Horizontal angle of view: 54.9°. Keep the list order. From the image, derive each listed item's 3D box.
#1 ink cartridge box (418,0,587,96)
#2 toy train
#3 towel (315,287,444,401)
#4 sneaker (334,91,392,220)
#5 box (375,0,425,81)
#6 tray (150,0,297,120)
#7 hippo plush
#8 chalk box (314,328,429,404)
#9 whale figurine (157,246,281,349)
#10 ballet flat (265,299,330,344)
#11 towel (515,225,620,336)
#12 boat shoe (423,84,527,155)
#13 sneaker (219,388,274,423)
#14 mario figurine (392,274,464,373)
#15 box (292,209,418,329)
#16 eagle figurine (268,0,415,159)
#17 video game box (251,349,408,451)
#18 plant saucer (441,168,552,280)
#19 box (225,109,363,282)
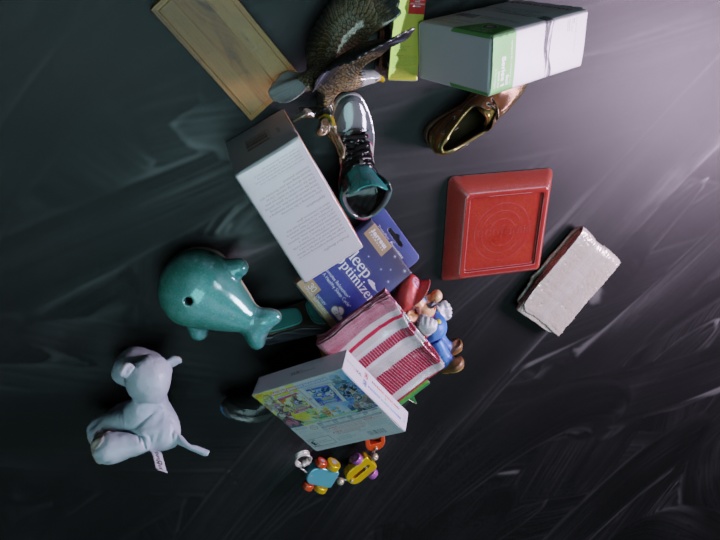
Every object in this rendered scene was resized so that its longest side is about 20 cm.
[{"bbox_3d":[0.204,-0.324,0.991,0.199,0.146,0.085,-23,126,-30],"label":"ink cartridge box"},{"bbox_3d":[-0.034,0.355,1.362,0.198,0.056,0.151,-17,119,-12],"label":"toy train"},{"bbox_3d":[0.038,0.139,1.146,0.144,0.023,0.200,-37,120,4],"label":"towel"},{"bbox_3d":[-0.003,-0.163,1.061,0.083,0.121,0.201,-12,119,-10],"label":"sneaker"},{"bbox_3d":[0.061,-0.381,0.996,0.050,0.075,0.202,-2,116,-16],"label":"box"},{"bbox_3d":[-0.186,-0.320,0.975,0.098,0.037,0.200,-40,120,6],"label":"tray"},{"bbox_3d":[-0.365,0.214,1.119,0.158,0.199,0.162,-16,114,-33],"label":"hippo plush"},{"bbox_3d":[0.031,0.173,1.244,0.124,0.125,0.200,-37,120,4],"label":"chalk box"},{"bbox_3d":[-0.226,0.053,1.091,0.199,0.104,0.160,35,104,-6],"label":"whale figurine"},{"bbox_3d":[-0.096,0.089,1.202,0.198,0.073,0.074,-12,120,-18],"label":"ballet flat"},{"bbox_3d":[0.396,0.024,1.331,0.132,0.035,0.200,32,103,-29],"label":"towel"},{"bbox_3d":[0.196,-0.251,1.106,0.200,0.068,0.072,-41,119,5],"label":"boat shoe"},{"bbox_3d":[-0.155,0.220,1.250,0.198,0.073,0.083,-5,110,-25],"label":"sneaker"},{"bbox_3d":[0.134,0.085,1.221,0.106,0.123,0.201,-42,117,-13],"label":"mario figurine"},{"bbox_3d":[0.000,0.000,1.161,0.200,0.032,0.121,-42,107,-9],"label":"box"},{"bbox_3d":[-0.019,-0.287,0.954,0.151,0.151,0.201,38,132,11],"label":"eagle figurine"},{"bbox_3d":[-0.051,0.224,1.166,0.199,0.047,0.182,-21,128,32],"label":"video game box"},{"bbox_3d":[0.248,-0.074,1.233,0.198,0.037,0.202,-6,117,-14],"label":"plant saucer"},{"bbox_3d":[-0.100,-0.114,1.039,0.106,0.152,0.201,-31,122,0],"label":"box"}]
